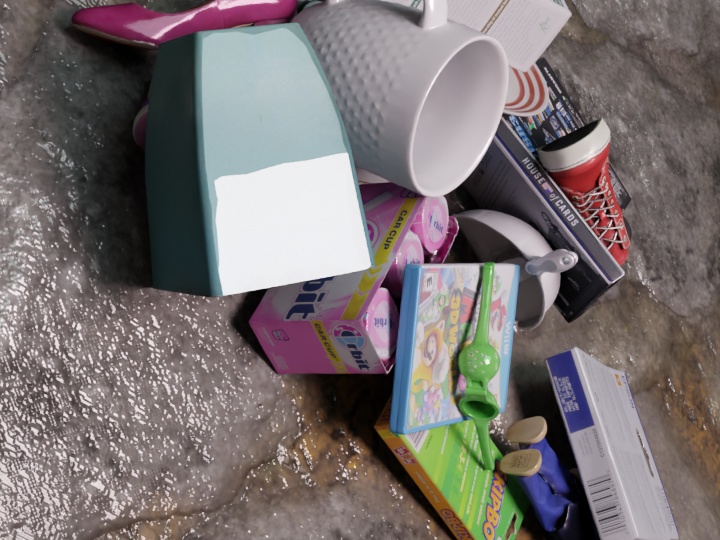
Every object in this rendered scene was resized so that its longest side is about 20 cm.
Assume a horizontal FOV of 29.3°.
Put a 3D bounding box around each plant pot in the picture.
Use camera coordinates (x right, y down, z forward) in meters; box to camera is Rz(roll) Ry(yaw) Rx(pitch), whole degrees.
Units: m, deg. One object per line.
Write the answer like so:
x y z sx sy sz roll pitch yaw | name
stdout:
-0.093 -0.091 1.102 0.141 0.141 0.200 -10 96 -27 | plant pot

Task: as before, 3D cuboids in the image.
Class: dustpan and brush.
0.160 -0.006 1.334 0.057 0.200 0.140 -36 98 -31 | dustpan and brush

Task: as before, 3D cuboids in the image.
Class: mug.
0.019 -0.185 1.195 0.148 0.175 0.200 -33 139 -43 | mug

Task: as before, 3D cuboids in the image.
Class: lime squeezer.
0.105 0.098 1.227 0.071 0.038 0.200 -92 180 -74 | lime squeezer

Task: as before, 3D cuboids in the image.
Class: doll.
0.201 0.238 1.340 0.200 0.048 0.136 53 36 -30 | doll

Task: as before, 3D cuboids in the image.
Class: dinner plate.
0.100 -0.217 1.363 0.200 0.024 0.200 28 33 -20 | dinner plate

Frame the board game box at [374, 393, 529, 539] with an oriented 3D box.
0.090 0.180 1.275 0.200 0.030 0.096 53 44 -22 | board game box

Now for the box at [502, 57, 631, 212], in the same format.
0.207 -0.116 1.507 0.200 0.050 0.199 57 35 -8 | box

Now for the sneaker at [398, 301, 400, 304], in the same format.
0.078 0.045 1.299 0.200 0.091 0.078 -10 79 -46 | sneaker

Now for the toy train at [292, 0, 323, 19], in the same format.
-0.084 -0.275 1.310 0.114 0.085 0.200 5 70 -28 | toy train

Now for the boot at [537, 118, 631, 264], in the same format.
0.233 -0.070 1.358 0.200 0.072 0.144 -27 93 -83 | boot

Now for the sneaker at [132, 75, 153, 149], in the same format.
-0.108 -0.132 1.221 0.200 0.080 0.089 20 50 -35 | sneaker

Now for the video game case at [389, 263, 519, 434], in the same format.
0.087 0.065 1.228 0.200 0.018 0.143 -1 97 -59 | video game case

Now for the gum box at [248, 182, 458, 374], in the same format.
0.000 0.000 1.219 0.066 0.113 0.200 64 38 -33 | gum box

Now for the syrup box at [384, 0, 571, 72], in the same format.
0.097 -0.278 1.337 0.200 0.081 0.079 21 33 -27 | syrup box

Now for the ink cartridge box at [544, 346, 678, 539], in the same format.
0.259 0.187 1.408 0.200 0.041 0.200 26 46 -62 | ink cartridge box

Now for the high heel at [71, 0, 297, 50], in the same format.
-0.151 -0.237 1.198 0.200 0.067 0.096 2 100 -31 | high heel

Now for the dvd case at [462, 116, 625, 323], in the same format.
0.173 -0.049 1.372 0.025 0.150 0.200 -34 80 -15 | dvd case

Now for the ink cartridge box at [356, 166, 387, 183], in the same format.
0.015 -0.189 1.366 0.115 0.068 0.200 9 65 -43 | ink cartridge box
